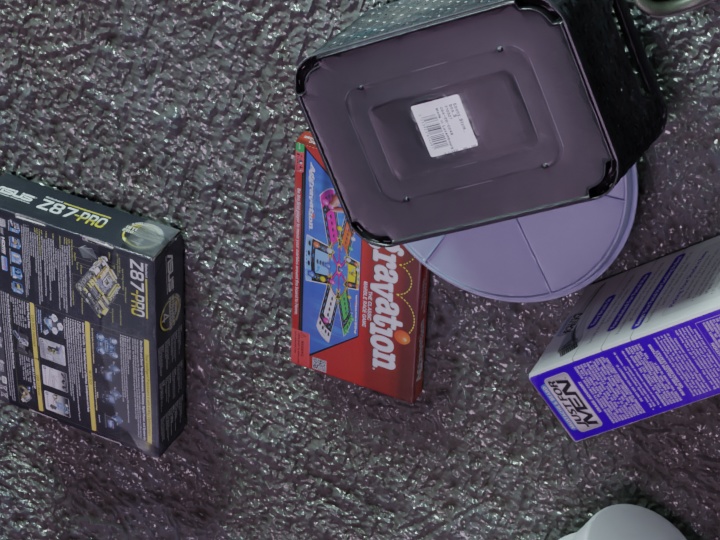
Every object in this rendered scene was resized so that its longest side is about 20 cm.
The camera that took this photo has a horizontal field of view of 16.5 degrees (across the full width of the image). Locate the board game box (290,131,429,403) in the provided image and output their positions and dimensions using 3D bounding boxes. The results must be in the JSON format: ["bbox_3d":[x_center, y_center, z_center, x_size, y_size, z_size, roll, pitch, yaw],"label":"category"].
[{"bbox_3d":[0.000,0.000,1.788,0.103,0.019,0.200,17,130,19],"label":"board game box"}]

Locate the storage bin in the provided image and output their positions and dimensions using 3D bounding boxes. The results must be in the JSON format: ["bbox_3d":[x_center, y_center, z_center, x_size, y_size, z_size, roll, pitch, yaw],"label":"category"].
[{"bbox_3d":[0.075,-0.107,1.575,0.200,0.094,0.135,-13,108,32],"label":"storage bin"}]

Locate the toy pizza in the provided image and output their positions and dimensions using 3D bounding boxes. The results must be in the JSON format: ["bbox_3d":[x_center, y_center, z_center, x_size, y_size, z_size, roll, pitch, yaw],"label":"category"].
[{"bbox_3d":[0.094,-0.072,1.661,0.200,0.032,0.201,13,120,23],"label":"toy pizza"}]

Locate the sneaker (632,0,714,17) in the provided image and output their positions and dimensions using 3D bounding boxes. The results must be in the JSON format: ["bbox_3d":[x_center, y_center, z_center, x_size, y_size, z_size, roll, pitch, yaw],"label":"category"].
[{"bbox_3d":[0.234,-0.207,1.448,0.074,0.079,0.200,47,132,-5],"label":"sneaker"}]

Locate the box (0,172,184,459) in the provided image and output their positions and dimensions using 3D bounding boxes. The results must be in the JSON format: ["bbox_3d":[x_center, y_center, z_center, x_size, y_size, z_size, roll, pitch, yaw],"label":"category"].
[{"bbox_3d":[-0.216,0.036,1.930,0.161,0.049,0.200,19,130,22],"label":"box"}]

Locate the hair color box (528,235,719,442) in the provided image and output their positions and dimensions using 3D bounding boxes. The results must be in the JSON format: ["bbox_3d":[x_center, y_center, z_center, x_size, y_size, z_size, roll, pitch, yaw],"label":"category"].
[{"bbox_3d":[0.217,0.034,1.615,0.200,0.109,0.065,-21,111,41],"label":"hair color box"}]

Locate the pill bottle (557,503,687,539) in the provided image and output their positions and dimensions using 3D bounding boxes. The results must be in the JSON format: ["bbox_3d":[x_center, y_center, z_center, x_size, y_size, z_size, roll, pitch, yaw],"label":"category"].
[{"bbox_3d":[0.159,0.262,1.817,0.114,0.114,0.200,37,135,3],"label":"pill bottle"}]
